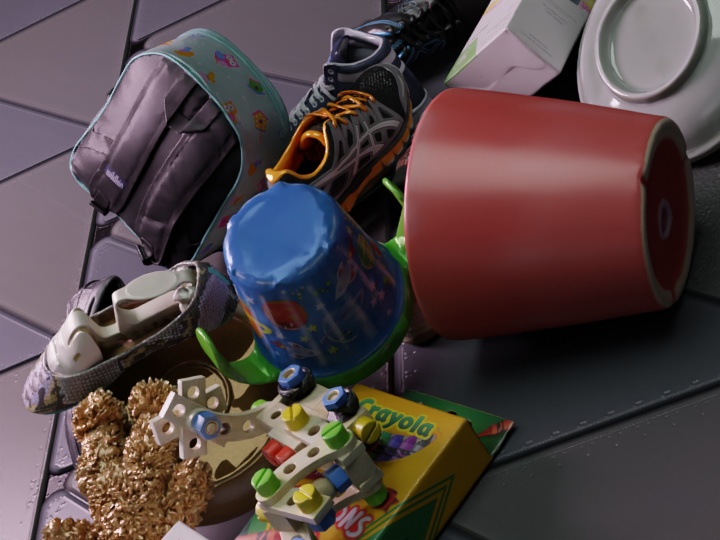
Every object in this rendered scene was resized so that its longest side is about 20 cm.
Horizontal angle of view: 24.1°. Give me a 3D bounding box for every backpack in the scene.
[{"bbox_3d":[-0.154,-0.122,1.575,0.153,0.176,0.200,-31,-18,-41],"label":"backpack"}]

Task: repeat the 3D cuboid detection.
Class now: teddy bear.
[{"bbox_3d":[-0.178,0.180,1.304,0.144,0.067,0.201,5,73,14],"label":"teddy bear"}]

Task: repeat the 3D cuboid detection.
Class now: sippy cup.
[{"bbox_3d":[-0.041,0.004,1.310,0.139,0.131,0.179,8,61,26],"label":"sippy cup"}]

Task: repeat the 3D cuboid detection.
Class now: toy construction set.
[{"bbox_3d":[-0.059,0.134,1.235,0.131,0.092,0.200,-44,46,-17],"label":"toy construction set"}]

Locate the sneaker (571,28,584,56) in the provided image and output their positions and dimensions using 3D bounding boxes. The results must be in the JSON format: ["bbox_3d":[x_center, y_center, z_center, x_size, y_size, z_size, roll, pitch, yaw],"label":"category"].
[{"bbox_3d":[0.265,-0.219,1.499,0.200,0.078,0.066,-16,50,54],"label":"sneaker"}]

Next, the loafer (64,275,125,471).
[{"bbox_3d":[-0.215,0.102,1.440,0.070,0.068,0.202,-37,56,50],"label":"loafer"}]

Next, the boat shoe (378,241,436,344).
[{"bbox_3d":[0.000,0.000,1.445,0.072,0.065,0.200,-44,36,-13],"label":"boat shoe"}]

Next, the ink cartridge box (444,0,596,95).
[{"bbox_3d":[0.166,-0.245,1.556,0.117,0.067,0.201,-37,19,56],"label":"ink cartridge box"}]

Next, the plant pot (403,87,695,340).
[{"bbox_3d":[0.151,-0.042,1.282,0.176,0.201,0.201,1,47,26],"label":"plant pot"}]

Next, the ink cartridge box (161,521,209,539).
[{"bbox_3d":[-0.095,0.277,1.148,0.129,0.125,0.199,-48,37,-18],"label":"ink cartridge box"}]

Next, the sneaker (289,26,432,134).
[{"bbox_3d":[-0.038,-0.163,1.629,0.199,0.109,0.070,-19,37,22],"label":"sneaker"}]

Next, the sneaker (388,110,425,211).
[{"bbox_3d":[0.122,-0.114,1.477,0.200,0.067,0.108,-10,44,35],"label":"sneaker"}]

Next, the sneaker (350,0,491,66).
[{"bbox_3d":[0.061,-0.236,1.656,0.199,0.073,0.082,-30,15,23],"label":"sneaker"}]

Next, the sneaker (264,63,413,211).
[{"bbox_3d":[-0.018,-0.116,1.495,0.078,0.077,0.201,6,53,35],"label":"sneaker"}]

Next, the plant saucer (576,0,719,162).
[{"bbox_3d":[0.249,-0.187,1.389,0.199,0.050,0.202,-13,70,42],"label":"plant saucer"}]

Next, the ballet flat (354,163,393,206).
[{"bbox_3d":[-0.057,-0.056,1.557,0.200,0.070,0.069,-43,36,-13],"label":"ballet flat"}]

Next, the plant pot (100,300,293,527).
[{"bbox_3d":[-0.135,0.108,1.377,0.198,0.028,0.201,-3,66,8],"label":"plant pot"}]

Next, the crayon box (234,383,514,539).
[{"bbox_3d":[0.009,0.162,1.262,0.127,0.051,0.200,12,56,47],"label":"crayon box"}]

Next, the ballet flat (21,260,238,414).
[{"bbox_3d":[-0.197,0.046,1.359,0.199,0.072,0.072,-28,35,5],"label":"ballet flat"}]
